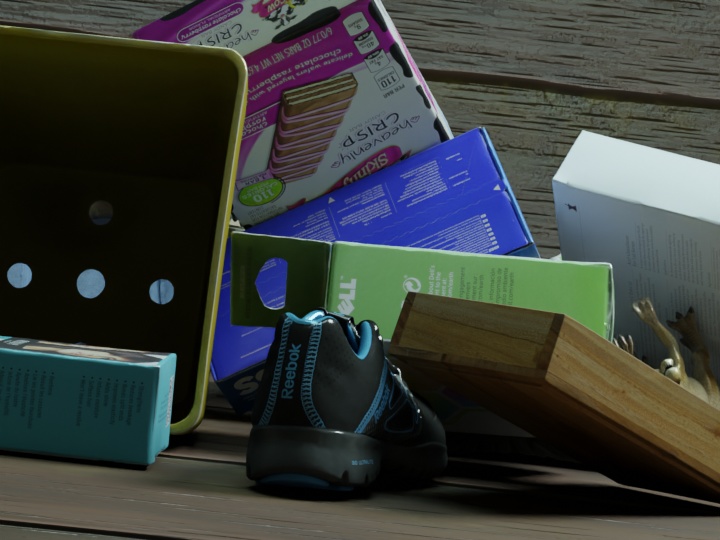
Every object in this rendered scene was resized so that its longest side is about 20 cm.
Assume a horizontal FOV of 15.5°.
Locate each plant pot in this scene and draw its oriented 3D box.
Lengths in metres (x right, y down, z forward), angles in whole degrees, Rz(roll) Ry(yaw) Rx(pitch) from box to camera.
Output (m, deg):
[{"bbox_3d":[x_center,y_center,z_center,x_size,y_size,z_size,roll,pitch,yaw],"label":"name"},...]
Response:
[{"bbox_3d":[-0.161,-0.010,1.429,0.199,0.201,0.176,6,-10,5],"label":"plant pot"}]

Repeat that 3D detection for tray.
[{"bbox_3d":[0.113,0.066,1.287,0.098,0.037,0.200,8,-15,44],"label":"tray"}]

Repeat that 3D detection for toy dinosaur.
[{"bbox_3d":[0.190,0.076,1.534,0.058,0.101,0.200,-36,-30,16],"label":"toy dinosaur"}]

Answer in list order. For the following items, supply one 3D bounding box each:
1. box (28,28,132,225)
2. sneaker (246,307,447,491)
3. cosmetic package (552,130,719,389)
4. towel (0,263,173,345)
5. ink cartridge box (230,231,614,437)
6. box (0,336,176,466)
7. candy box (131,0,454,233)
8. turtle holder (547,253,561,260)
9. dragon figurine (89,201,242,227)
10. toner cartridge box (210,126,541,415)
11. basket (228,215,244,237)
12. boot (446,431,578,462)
[{"bbox_3d":[-0.228,-0.087,1.719,0.199,0.142,0.079,4,8,-10],"label":"box"},{"bbox_3d":[0.001,0.060,1.279,0.073,0.082,0.200,4,0,12],"label":"sneaker"},{"bbox_3d":[0.199,0.017,1.592,0.150,0.052,0.200,14,-38,22],"label":"cosmetic package"},{"bbox_3d":[-0.199,0.031,1.567,0.199,0.049,0.112,4,37,-7],"label":"towel"},{"bbox_3d":[0.028,0.037,1.387,0.199,0.059,0.104,5,-28,0],"label":"ink cartridge box"},{"bbox_3d":[-0.192,0.056,1.273,0.199,0.049,0.082,6,2,1],"label":"box"},{"bbox_3d":[-0.029,-0.091,1.544,0.136,0.061,0.200,-26,-37,6],"label":"candy box"},{"bbox_3d":[0.181,0.032,1.796,0.131,0.141,0.185,5,3,-11],"label":"turtle holder"},{"bbox_3d":[-0.121,-0.061,1.639,0.099,0.059,0.200,16,27,32],"label":"dragon figurine"},{"bbox_3d":[0.000,0.000,1.542,0.199,0.095,0.043,-23,-36,4],"label":"toner cartridge box"},{"bbox_3d":[0.001,0.014,1.721,0.176,0.140,0.200,8,11,31],"label":"basket"},{"bbox_3d":[0.081,0.065,1.547,0.181,0.073,0.200,19,8,0],"label":"boot"}]
